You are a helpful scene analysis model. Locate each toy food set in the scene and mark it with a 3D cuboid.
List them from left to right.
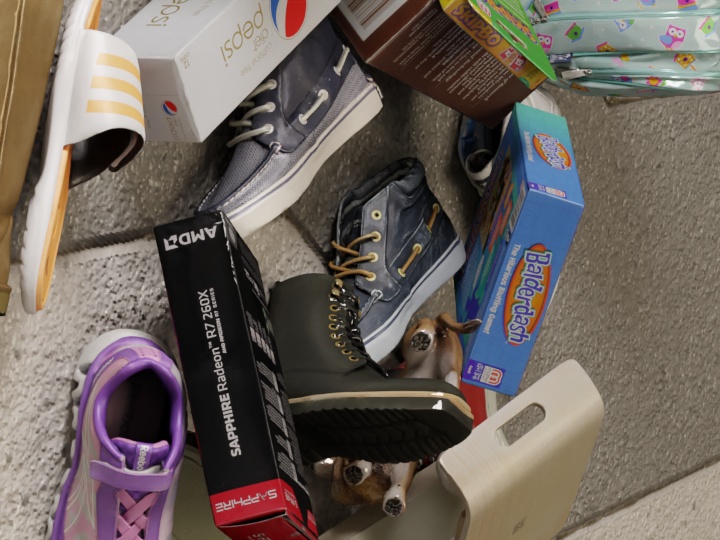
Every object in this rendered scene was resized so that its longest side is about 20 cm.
[{"bbox_3d":[0.094,0.166,1.779,0.143,0.060,0.200,-35,153,-33],"label":"toy food set"}]

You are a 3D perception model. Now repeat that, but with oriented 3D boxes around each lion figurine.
[{"bbox_3d":[0.033,0.095,1.737,0.200,0.072,0.123,-55,-174,19],"label":"lion figurine"}]

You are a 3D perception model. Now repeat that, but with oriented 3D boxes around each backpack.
[{"bbox_3d":[0.215,-0.202,1.988,0.167,0.200,0.127,-26,115,-57],"label":"backpack"}]

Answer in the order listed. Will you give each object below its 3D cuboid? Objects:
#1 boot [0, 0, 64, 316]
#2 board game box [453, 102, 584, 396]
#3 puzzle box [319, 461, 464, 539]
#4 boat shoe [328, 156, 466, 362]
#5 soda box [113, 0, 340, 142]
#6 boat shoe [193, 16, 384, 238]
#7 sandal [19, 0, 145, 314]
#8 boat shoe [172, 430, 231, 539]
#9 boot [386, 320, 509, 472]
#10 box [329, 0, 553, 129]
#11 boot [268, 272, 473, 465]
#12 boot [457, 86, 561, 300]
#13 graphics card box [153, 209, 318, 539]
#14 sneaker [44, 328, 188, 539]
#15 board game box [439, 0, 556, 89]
[{"bbox_3d":[-0.235,-0.086,1.375,0.175,0.066,0.201,31,67,-70],"label":"boot"},{"bbox_3d":[0.112,-0.019,1.784,0.200,0.045,0.152,-89,-163,-68],"label":"board game box"},{"bbox_3d":[0.028,0.228,1.829,0.200,0.025,0.133,-28,123,-36],"label":"puzzle box"},{"bbox_3d":[0.000,0.000,1.788,0.200,0.071,0.091,-48,119,-45],"label":"boat shoe"},{"bbox_3d":[-0.089,-0.160,1.603,0.200,0.068,0.064,-51,134,-45],"label":"soda box"},{"bbox_3d":[-0.068,-0.100,1.662,0.093,0.075,0.200,58,45,-18],"label":"boat shoe"},{"bbox_3d":[-0.160,-0.069,1.466,0.079,0.059,0.207,111,-13,-73],"label":"sandal"},{"bbox_3d":[-0.086,0.159,1.662,0.200,0.072,0.068,48,30,-45],"label":"boat shoe"},{"bbox_3d":[0.058,0.157,1.897,0.144,0.072,0.201,-35,117,-50],"label":"boot"},{"bbox_3d":[0.052,-0.182,1.796,0.100,0.075,0.200,56,16,26],"label":"box"},{"bbox_3d":[-0.004,0.055,1.653,0.077,0.200,0.139,48,49,-43],"label":"boot"},{"bbox_3d":[0.111,-0.060,1.968,0.095,0.073,0.201,19,69,-53],"label":"boot"},{"bbox_3d":[-0.077,0.074,1.551,0.125,0.051,0.201,58,19,-73],"label":"graphics card box"},{"bbox_3d":[-0.144,0.134,1.506,0.080,0.088,0.201,6,83,-18],"label":"sneaker"},{"bbox_3d":[0.081,-0.202,1.741,0.095,0.030,0.200,38,16,-30],"label":"board game box"}]
